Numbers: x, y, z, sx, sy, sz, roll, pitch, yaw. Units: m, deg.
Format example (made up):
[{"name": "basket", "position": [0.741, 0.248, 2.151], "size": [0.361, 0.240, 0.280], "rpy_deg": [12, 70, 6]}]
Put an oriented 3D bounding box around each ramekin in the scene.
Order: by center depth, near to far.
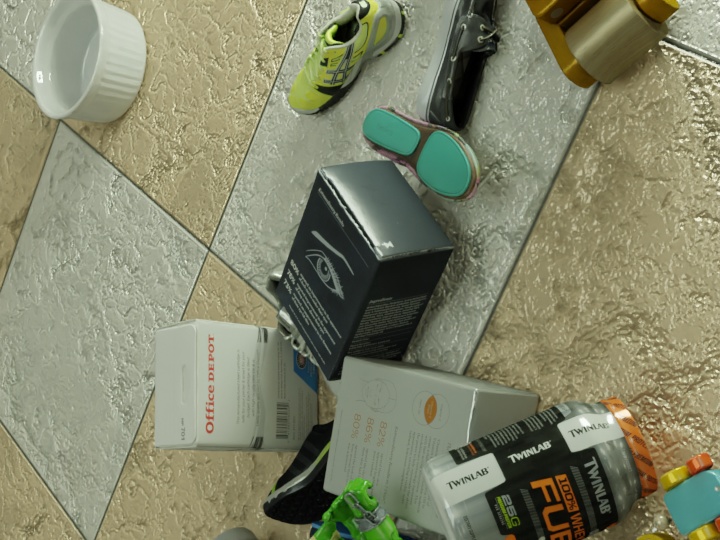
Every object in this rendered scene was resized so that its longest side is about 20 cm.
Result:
[{"name": "ramekin", "position": [-0.423, -0.329, 1.870], "size": [0.199, 0.097, 0.203], "rpy_deg": [-8, 78, 45]}]

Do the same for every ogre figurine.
[{"name": "ogre figurine", "position": [0.005, 0.301, 1.244], "size": [0.120, 0.098, 0.201], "rpy_deg": [41, 122, 13]}]

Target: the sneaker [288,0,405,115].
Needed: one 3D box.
[{"name": "sneaker", "position": [-0.034, -0.273, 1.483], "size": [0.200, 0.076, 0.076], "rpy_deg": [-43, 57, 33]}]

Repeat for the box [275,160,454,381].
[{"name": "box", "position": [0.000, 0.000, 1.343], "size": [0.149, 0.103, 0.201], "rpy_deg": [57, 140, 32]}]

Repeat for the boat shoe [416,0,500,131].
[{"name": "boat shoe", "position": [0.123, -0.251, 1.329], "size": [0.066, 0.070, 0.202], "rpy_deg": [30, 106, 36]}]

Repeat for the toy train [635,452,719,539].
[{"name": "toy train", "position": [0.316, 0.266, 1.060], "size": [0.150, 0.055, 0.202], "rpy_deg": [24, 104, 43]}]

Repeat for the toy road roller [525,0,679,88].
[{"name": "toy road roller", "position": [0.208, -0.296, 1.191], "size": [0.123, 0.145, 0.202], "rpy_deg": [-41, 57, 33]}]

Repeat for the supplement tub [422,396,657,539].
[{"name": "supplement tub", "position": [0.167, 0.200, 1.115], "size": [0.198, 0.123, 0.123], "rpy_deg": [-23, 61, -2]}]

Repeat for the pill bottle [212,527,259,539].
[{"name": "pill bottle", "position": [-0.111, 0.403, 1.425], "size": [0.200, 0.111, 0.112], "rpy_deg": [41, 112, 41]}]

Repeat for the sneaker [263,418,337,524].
[{"name": "sneaker", "position": [-0.044, 0.232, 1.433], "size": [0.200, 0.071, 0.083], "rpy_deg": [-43, 32, 31]}]

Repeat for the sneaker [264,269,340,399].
[{"name": "sneaker", "position": [-0.058, 0.079, 1.440], "size": [0.075, 0.086, 0.201], "rpy_deg": [-54, 50, 31]}]

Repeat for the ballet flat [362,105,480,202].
[{"name": "ballet flat", "position": [0.081, -0.130, 1.346], "size": [0.200, 0.071, 0.070], "rpy_deg": [35, 102, 43]}]

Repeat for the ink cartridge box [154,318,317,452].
[{"name": "ink cartridge box", "position": [-0.147, 0.144, 1.441], "size": [0.085, 0.199, 0.148], "rpy_deg": [-11, 75, 43]}]

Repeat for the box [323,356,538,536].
[{"name": "box", "position": [0.072, 0.185, 1.278], "size": [0.199, 0.106, 0.154], "rpy_deg": [10, 90, 46]}]

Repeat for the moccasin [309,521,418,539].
[{"name": "moccasin", "position": [0.014, 0.329, 1.334], "size": [0.199, 0.080, 0.069], "rpy_deg": [7, 93, 46]}]
